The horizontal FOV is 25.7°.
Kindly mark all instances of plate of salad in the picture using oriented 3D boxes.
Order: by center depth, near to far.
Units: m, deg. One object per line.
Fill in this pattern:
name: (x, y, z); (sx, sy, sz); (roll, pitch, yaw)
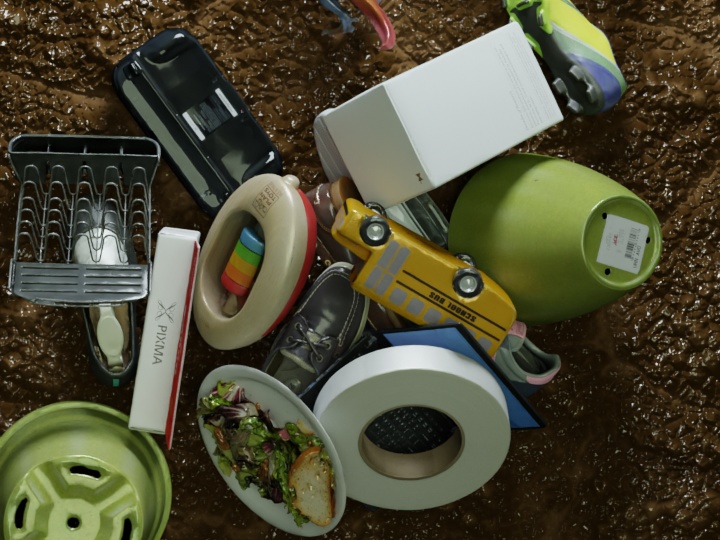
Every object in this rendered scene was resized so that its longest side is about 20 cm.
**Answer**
plate of salad: (-0.098, 0.188, 1.587); (0.048, 0.200, 0.200); (-36, 97, -40)

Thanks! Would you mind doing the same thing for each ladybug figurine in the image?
ladybug figurine: (-0.102, -0.008, 1.612); (0.072, 0.136, 0.200); (6, 123, -43)

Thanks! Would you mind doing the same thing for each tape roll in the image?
tape roll: (0.050, 0.161, 1.581); (0.202, 0.037, 0.203); (-2, 129, -2)

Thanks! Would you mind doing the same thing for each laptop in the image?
laptop: (0.053, 0.154, 1.604); (0.200, 0.103, 0.177); (-43, 122, -2)

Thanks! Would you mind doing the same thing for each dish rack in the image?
dish rack: (-0.276, -0.049, 1.567); (0.153, 0.055, 0.200); (0, 48, -7)

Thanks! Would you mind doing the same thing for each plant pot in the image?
plant pot: (-0.280, 0.236, 1.554); (0.200, 0.184, 0.201); (0, 90, -10)
plant pot: (0.216, -0.031, 1.612); (0.187, 0.200, 0.188); (0, 91, -23)

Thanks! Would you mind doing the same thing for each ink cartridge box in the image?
ink cartridge box: (-0.194, 0.062, 1.563); (0.045, 0.176, 0.201); (9, 94, -6)

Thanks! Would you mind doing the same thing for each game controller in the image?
game controller: (-0.169, -0.155, 1.650); (0.104, 0.042, 0.200); (-38, 97, -22)

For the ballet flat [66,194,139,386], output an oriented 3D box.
ballet flat: (-0.258, 0.020, 1.615); (0.068, 0.068, 0.201); (-11, 92, -8)

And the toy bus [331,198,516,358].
toy bus: (0.059, 0.006, 1.568); (0.200, 0.065, 0.078); (29, 103, -10)

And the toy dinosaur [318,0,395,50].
toy dinosaur: (-0.026, -0.343, 1.619); (0.105, 0.200, 0.182); (-37, 128, -23)

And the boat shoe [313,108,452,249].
boat shoe: (0.025, -0.092, 1.671); (0.071, 0.072, 0.200); (-40, 102, -32)

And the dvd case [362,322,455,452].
dvd case: (0.037, 0.105, 1.693); (0.148, 0.016, 0.201); (-8, 92, -10)

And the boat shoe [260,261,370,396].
boat shoe: (-0.055, 0.084, 1.618); (0.072, 0.065, 0.200); (34, 109, 7)

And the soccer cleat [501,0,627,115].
soccer cleat: (0.220, -0.262, 1.709); (0.084, 0.065, 0.200); (-31, 91, -38)

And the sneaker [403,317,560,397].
sneaker: (0.126, 0.060, 1.651); (0.200, 0.082, 0.070); (37, 43, -27)

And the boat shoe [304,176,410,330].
boat shoe: (0.000, 0.000, 1.651); (0.070, 0.070, 0.200); (-24, 97, 25)

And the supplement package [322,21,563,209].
supplement package: (0.085, -0.156, 1.612); (0.200, 0.117, 0.118); (-29, 96, -36)
